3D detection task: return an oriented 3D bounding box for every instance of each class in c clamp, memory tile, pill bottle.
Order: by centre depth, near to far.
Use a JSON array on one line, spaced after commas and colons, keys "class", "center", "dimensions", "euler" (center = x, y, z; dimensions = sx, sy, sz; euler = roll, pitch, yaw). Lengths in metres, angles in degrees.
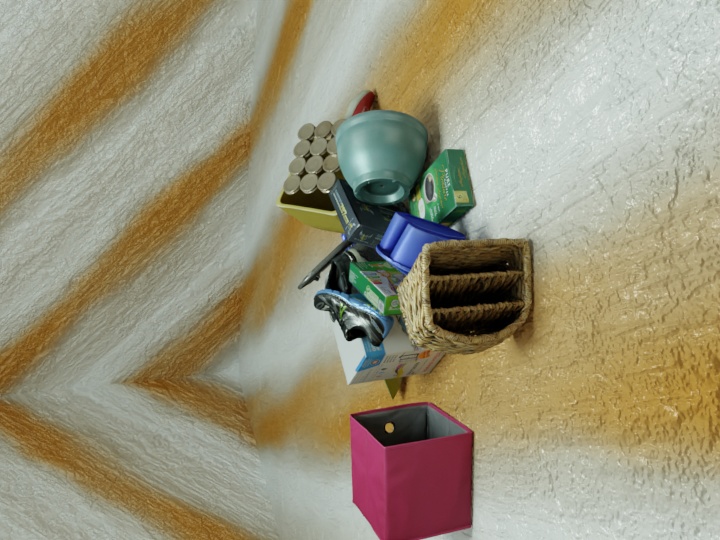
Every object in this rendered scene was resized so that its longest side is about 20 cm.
[{"class": "c clamp", "center": [-0.057, -0.028, 1.384], "dimensions": [0.027, 0.200, 0.171], "euler": [48, -175, -2]}, {"class": "pill bottle", "center": [0.000, 0.000, 1.488], "dimensions": [0.200, 0.112, 0.114], "euler": [-43, -35, -58]}, {"class": "memory tile", "center": [-0.102, -0.270, 1.493], "dimensions": [0.152, 0.017, 0.202], "euler": [-1, 64, 30]}]

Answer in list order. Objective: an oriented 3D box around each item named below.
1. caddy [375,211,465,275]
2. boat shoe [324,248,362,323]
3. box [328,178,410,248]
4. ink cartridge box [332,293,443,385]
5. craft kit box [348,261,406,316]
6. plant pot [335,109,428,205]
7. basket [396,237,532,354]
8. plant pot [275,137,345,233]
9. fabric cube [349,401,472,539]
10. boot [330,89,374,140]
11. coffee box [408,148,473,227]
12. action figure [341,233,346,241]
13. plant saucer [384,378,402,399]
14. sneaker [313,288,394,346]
[{"class": "caddy", "center": [0.126, -0.028, 1.176], "dimensions": [0.106, 0.198, 0.142], "euler": [-68, 25, 16]}, {"class": "boat shoe", "center": [-0.050, 0.044, 1.350], "dimensions": [0.075, 0.066, 0.200], "euler": [48, 139, 28]}, {"class": "box", "center": [0.039, -0.109, 1.377], "dimensions": [0.051, 0.199, 0.158], "euler": [-51, 42, 29]}, {"class": "ink cartridge box", "center": [0.065, 0.139, 1.344], "dimensions": [0.148, 0.198, 0.146], "euler": [117, 143, -53]}, {"class": "craft kit box", "center": [0.100, 0.030, 1.238], "dimensions": [0.200, 0.195, 0.049], "euler": [-138, 52, -62]}, {"class": "plant pot", "center": [0.044, -0.220, 1.319], "dimensions": [0.200, 0.198, 0.136], "euler": [131, 144, -62]}, {"class": "basket", "center": [0.179, 0.046, 1.016], "dimensions": [0.149, 0.198, 0.144], "euler": [119, 144, -54]}, {"class": "plant pot", "center": [-0.050, -0.184, 1.555], "dimensions": [0.194, 0.200, 0.196], "euler": [12, 72, 34]}, {"class": "fabric cube", "center": [0.100, 0.406, 1.293], "dimensions": [0.200, 0.194, 0.202], "euler": [-162, 68, -68]}, {"class": "boot", "center": [0.029, -0.362, 1.576], "dimensions": [0.073, 0.143, 0.201], "euler": [80, -148, -59]}, {"class": "coffee box", "center": [0.158, -0.145, 1.273], "dimensions": [0.200, 0.044, 0.124], "euler": [132, 134, -63]}, {"class": "action figure", "center": [-0.031, -0.034, 1.778], "dimensions": [0.201, 0.065, 0.100], "euler": [-111, 35, -43]}, {"class": "plant saucer", "center": [0.046, 0.178, 1.536], "dimensions": [0.200, 0.047, 0.201], "euler": [-115, 3, -48]}, {"class": "sneaker", "center": [-0.025, 0.091, 1.223], "dimensions": [0.199, 0.071, 0.083], "euler": [21, 86, 39]}]
